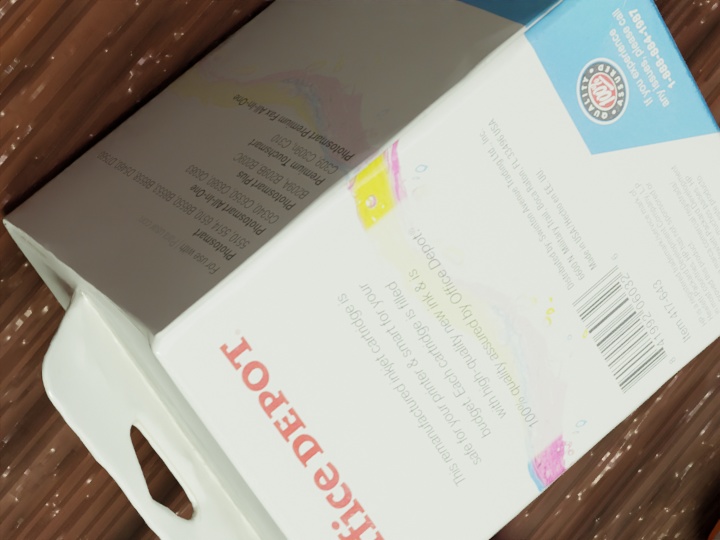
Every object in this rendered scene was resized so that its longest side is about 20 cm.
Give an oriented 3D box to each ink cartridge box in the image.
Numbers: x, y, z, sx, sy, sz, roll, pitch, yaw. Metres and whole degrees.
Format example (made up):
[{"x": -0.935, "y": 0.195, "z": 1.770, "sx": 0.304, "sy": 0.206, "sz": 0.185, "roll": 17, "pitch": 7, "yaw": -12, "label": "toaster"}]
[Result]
[{"x": 0.000, "y": 0.000, "z": 0.686, "sx": 0.200, "sy": 0.125, "sz": 0.129, "roll": -39, "pitch": 121, "yaw": -12, "label": "ink cartridge box"}]

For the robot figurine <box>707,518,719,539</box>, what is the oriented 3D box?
[{"x": 0.180, "y": 0.160, "z": 0.852, "sx": 0.144, "sy": 0.117, "sz": 0.200, "roll": -6, "pitch": 112, "yaw": -20, "label": "robot figurine"}]
